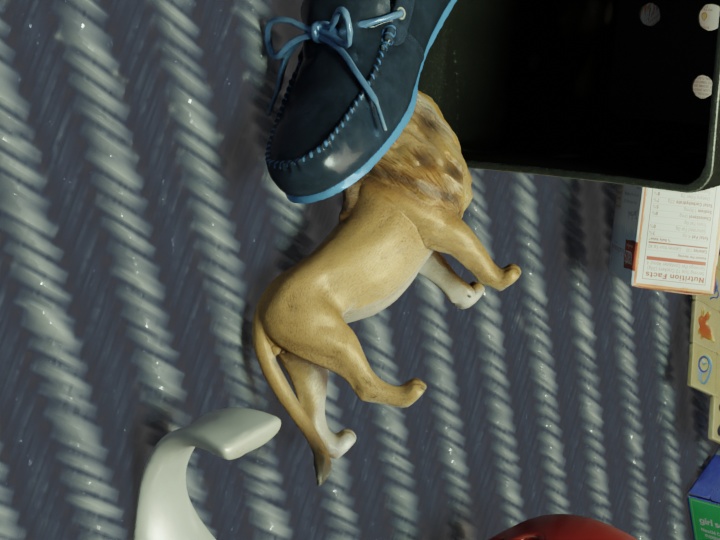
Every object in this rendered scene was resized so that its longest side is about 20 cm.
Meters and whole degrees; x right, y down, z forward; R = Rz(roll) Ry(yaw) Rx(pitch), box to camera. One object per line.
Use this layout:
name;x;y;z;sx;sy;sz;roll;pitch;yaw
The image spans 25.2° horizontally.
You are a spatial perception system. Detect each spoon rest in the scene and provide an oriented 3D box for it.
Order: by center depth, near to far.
spoon rest;-0.080;0.154;0.787;0.099;0.060;0.201;-22;128;-48

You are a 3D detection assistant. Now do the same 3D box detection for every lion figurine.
lion figurine;0.000;0.000;0.835;0.122;0.072;0.200;44;64;-10

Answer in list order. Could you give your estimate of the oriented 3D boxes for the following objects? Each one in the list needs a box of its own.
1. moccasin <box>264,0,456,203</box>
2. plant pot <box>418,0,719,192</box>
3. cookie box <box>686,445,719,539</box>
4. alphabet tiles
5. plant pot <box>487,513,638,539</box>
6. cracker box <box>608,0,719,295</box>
moccasin;-0.008;-0.120;0.811;0.068;0.080;0.201;58;38;-36
plant pot;0.158;-0.151;0.901;0.177;0.199;0.201;-2;99;-49
cookie box;0.354;0.223;1.367;0.171;0.075;0.201;-43;129;-39
alphabet tiles;0.310;0.047;1.278;0.166;0.006;0.201;23;67;-41
plant pot;0.085;0.262;0.913;0.182;0.200;0.202;-20;114;-41
cracker box;0.208;-0.090;1.064;0.134;0.057;0.201;-62;159;-85
